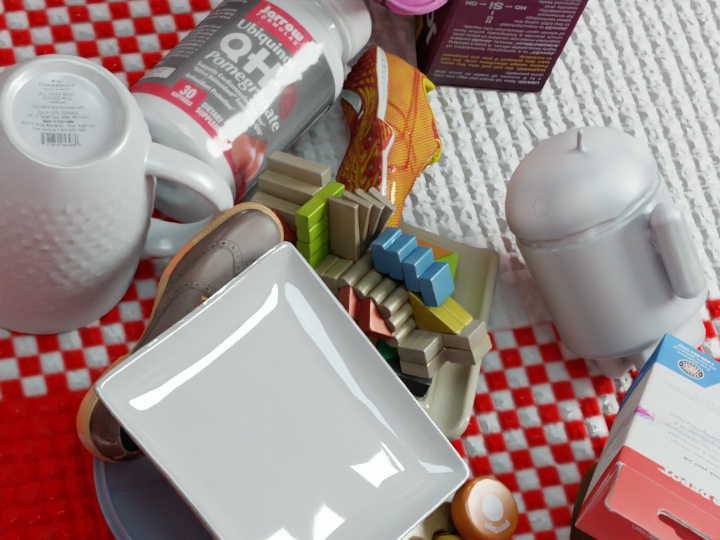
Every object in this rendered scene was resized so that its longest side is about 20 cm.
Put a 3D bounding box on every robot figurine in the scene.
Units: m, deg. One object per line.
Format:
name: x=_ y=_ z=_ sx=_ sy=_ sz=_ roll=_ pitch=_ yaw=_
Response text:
robot figurine: x=0.172 y=-0.018 z=1.727 sx=0.113 sy=0.169 sz=0.200 roll=-41 pitch=117 yaw=-32

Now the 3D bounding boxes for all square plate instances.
square plate: x=-0.049 y=0.106 z=1.553 sx=0.200 sy=0.028 sz=0.198 roll=52 pitch=47 yaw=0

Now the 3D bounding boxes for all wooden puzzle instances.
wooden puzzle: x=-0.007 y=0.019 z=1.716 sx=0.200 sy=0.037 sz=0.185 roll=17 pitch=47 yaw=-3

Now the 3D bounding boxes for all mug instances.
mug: x=-0.185 y=-0.055 z=1.649 sx=0.200 sy=0.175 sz=0.148 roll=12 pitch=59 yaw=-8

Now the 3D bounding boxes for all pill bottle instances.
pill bottle: x=-0.082 y=-0.133 z=1.758 sx=0.111 sy=0.111 sz=0.200 roll=38 pitch=59 yaw=8

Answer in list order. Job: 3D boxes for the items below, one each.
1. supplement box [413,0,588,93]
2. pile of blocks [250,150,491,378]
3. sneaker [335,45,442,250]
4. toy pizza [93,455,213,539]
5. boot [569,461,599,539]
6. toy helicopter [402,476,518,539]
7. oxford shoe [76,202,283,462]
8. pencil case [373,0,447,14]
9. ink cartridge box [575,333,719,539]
supplement box: x=0.110 y=-0.240 z=1.814 sx=0.103 sy=0.200 sz=0.131 roll=3 pitch=61 yaw=-13
pile of blocks: x=0.000 y=0.000 z=1.658 sx=0.200 sy=0.082 sz=0.062 roll=37 pitch=47 yaw=9
sneaker: x=0.027 y=-0.085 z=1.759 sx=0.077 sy=0.073 sz=0.200 roll=27 pitch=42 yaw=-18
toy pizza: x=-0.082 y=0.140 z=1.649 sx=0.200 sy=0.032 sz=0.201 roll=7 pitch=57 yaw=-10
boot: x=0.232 y=0.222 z=1.662 sx=0.155 sy=0.073 sz=0.200 roll=0 pitch=55 yaw=-19
toy helicopter: x=0.026 y=0.218 z=1.589 sx=0.200 sy=0.079 sz=0.133 roll=-9 pitch=77 yaw=-38
oxford shoe: x=-0.106 y=0.043 z=1.602 sx=0.071 sy=0.073 sz=0.200 roll=36 pitch=78 yaw=-19
pencil case: x=0.015 y=-0.244 z=1.793 sx=0.094 sy=0.200 sz=0.091 roll=42 pitch=88 yaw=-18
ink cartridge box: x=0.218 y=0.144 z=1.629 sx=0.116 sy=0.067 sz=0.200 roll=31 pitch=37 yaw=0
